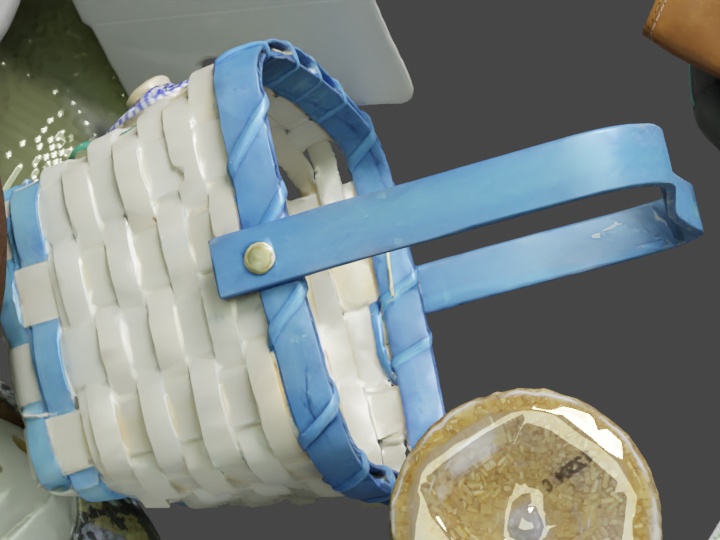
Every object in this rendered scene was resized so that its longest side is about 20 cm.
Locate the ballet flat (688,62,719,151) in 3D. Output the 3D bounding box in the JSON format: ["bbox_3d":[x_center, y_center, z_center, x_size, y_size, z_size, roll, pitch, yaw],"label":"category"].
[{"bbox_3d":[0.199,-0.095,0.798,0.199,0.068,0.069,-19,63,-2],"label":"ballet flat"}]

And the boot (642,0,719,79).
[{"bbox_3d":[0.192,-0.114,0.739,0.155,0.077,0.200,30,94,18],"label":"boot"}]

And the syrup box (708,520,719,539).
[{"bbox_3d":[0.139,0.103,0.733,0.079,0.081,0.200,30,78,14],"label":"syrup box"}]

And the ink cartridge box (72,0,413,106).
[{"bbox_3d":[-0.051,-0.147,0.774,0.117,0.200,0.067,-2,40,28],"label":"ink cartridge box"}]

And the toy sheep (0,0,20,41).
[{"bbox_3d":[-0.174,-0.104,0.775,0.138,0.200,0.138,-3,95,-37],"label":"toy sheep"}]

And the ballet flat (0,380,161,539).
[{"bbox_3d":[-0.141,0.053,0.773,0.200,0.072,0.072,41,80,13],"label":"ballet flat"}]

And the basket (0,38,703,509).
[{"bbox_3d":[0.000,0.000,0.724,0.199,0.176,0.140,-11,81,9],"label":"basket"}]

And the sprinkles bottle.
[{"bbox_3d":[0.046,0.088,0.681,0.068,0.200,0.069,-1,74,3],"label":"sprinkles bottle"}]

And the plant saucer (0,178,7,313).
[{"bbox_3d":[-0.167,-0.040,0.689,0.200,0.201,0.034,41,49,14],"label":"plant saucer"}]
